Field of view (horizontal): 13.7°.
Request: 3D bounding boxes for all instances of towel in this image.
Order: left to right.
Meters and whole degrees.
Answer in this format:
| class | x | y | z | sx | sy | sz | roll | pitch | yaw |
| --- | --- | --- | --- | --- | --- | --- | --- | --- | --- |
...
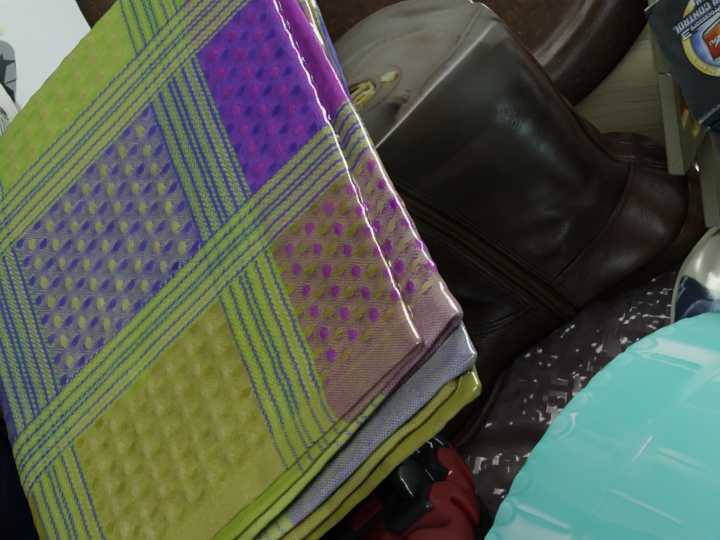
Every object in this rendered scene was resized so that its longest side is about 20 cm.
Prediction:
| class | x | y | z | sx | sy | sz | roll | pitch | yaw |
| --- | --- | --- | --- | --- | --- | --- | --- | --- | --- |
| towel | -0.046 | 0.003 | 0.805 | 0.144 | 0.023 | 0.200 | -45 | 43 | 21 |

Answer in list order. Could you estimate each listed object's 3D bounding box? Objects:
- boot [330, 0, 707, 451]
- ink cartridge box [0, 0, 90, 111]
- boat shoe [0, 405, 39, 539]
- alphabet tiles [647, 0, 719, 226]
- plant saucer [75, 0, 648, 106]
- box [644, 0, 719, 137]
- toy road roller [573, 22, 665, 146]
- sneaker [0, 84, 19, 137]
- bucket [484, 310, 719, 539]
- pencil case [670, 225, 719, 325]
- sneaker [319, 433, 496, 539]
| class | x | y | z | sx | sy | sz | roll | pitch | yaw |
| --- | --- | --- | --- | --- | --- | --- | --- | --- | --- |
| boot | 0.000 | 0.000 | 0.898 | 0.186 | 0.200 | 0.064 | -39 | 67 | 15 |
| ink cartridge box | -0.127 | -0.080 | 1.004 | 0.199 | 0.083 | 0.146 | 13 | 79 | 8 |
| boat shoe | -0.127 | 0.076 | 0.965 | 0.199 | 0.062 | 0.075 | -7 | 76 | 21 |
| alphabet tiles | 0.109 | -0.124 | 0.925 | 0.006 | 0.167 | 0.201 | 0 | 117 | 20 |
| plant saucer | 0.004 | -0.117 | 0.903 | 0.199 | 0.035 | 0.201 | -1 | 111 | -3 |
| box | 0.202 | -0.080 | 0.883 | 0.160 | 0.200 | 0.044 | -37 | 58 | 24 |
| toy road roller | 0.043 | -0.135 | 0.966 | 0.122 | 0.146 | 0.201 | -11 | 76 | 4 |
| sneaker | -0.186 | -0.074 | 0.924 | 0.200 | 0.082 | 0.078 | 38 | 85 | 12 |
| bucket | 0.130 | 0.114 | 0.803 | 0.135 | 0.207 | 0.208 | 21 | 78 | 42 |
| pencil case | 0.189 | 0.032 | 0.906 | 0.200 | 0.078 | 0.089 | 6 | 41 | 36 |
| sneaker | 0.024 | 0.131 | 0.878 | 0.071 | 0.201 | 0.098 | -39 | 109 | 24 |
